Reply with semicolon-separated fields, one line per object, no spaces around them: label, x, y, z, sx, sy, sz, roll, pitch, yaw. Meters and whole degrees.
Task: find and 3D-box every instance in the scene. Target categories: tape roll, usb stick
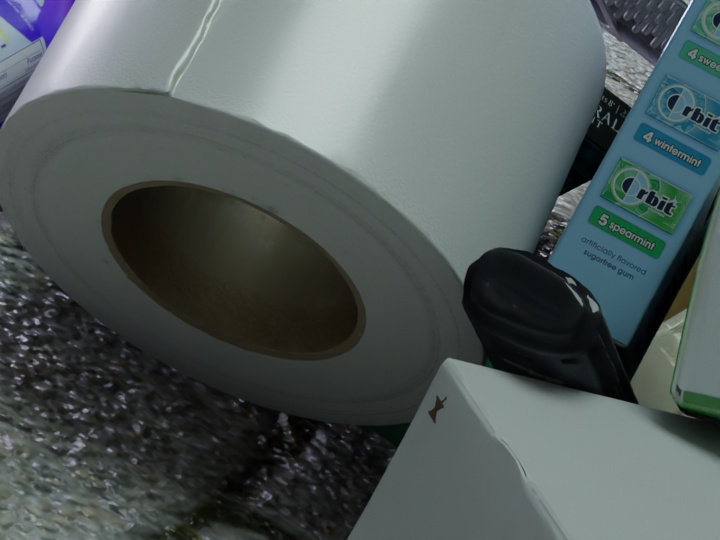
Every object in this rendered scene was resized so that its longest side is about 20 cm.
tape roll;-0.022;-0.053;0.994;0.202;0.203;0.140;26;61;-1
usb stick;0.078;0.047;0.955;0.055;0.033;0.200;31;-13;24

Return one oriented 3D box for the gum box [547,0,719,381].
gum box;0.134;-0.057;1.021;0.044;0.201;0.170;28;-4;9

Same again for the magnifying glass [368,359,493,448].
magnifying glass;0.038;0.067;1.045;0.079;0.022;0.200;-15;42;-10

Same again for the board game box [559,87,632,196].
board game box;0.001;-0.091;1.085;0.200;0.135;0.028;36;60;-17

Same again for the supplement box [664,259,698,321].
supplement box;0.214;0.024;1.256;0.199;0.126;0.074;28;22;5

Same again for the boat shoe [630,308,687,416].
boat shoe;0.113;0.059;1.131;0.199;0.060;0.072;-14;55;-32

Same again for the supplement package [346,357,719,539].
supplement package;0.104;0.128;0.885;0.199;0.120;0.121;15;24;-30

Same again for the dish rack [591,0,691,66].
dish rack;0.148;-0.143;1.300;0.200;0.044;0.172;45;-2;33

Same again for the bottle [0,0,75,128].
bottle;-0.166;-0.097;1.087;0.083;0.065;0.200;38;43;13

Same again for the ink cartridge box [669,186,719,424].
ink cartridge box;0.194;0.029;0.973;0.146;0.084;0.200;12;-3;7
